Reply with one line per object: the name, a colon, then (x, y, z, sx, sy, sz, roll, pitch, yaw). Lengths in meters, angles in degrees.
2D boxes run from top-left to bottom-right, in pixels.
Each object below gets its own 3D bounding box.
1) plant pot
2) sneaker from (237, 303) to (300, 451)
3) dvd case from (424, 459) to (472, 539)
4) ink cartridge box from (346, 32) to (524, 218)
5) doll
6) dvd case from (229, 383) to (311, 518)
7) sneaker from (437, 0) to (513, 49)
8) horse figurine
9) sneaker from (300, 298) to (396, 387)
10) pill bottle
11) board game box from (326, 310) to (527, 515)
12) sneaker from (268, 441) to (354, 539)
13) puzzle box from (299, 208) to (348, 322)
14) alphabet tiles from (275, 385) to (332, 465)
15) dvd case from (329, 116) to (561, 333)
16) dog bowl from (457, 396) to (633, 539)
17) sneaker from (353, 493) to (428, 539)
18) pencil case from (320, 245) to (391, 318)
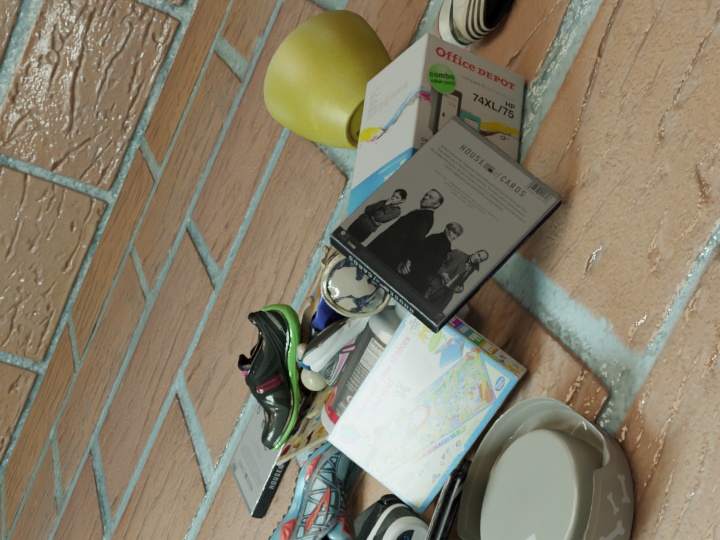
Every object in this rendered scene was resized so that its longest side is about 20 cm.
plant pot: (-0.020, -0.257, 1.649, 0.142, 0.200, 0.200, 46, 117, 34)
sneaker: (-0.126, 0.144, 1.530, 0.077, 0.084, 0.200, -166, 76, -77)
dvd case: (0.068, 0.290, 1.121, 0.149, 0.016, 0.200, 19, -89, -78)
ink cartridge box: (0.090, -0.144, 1.342, 0.146, 0.147, 0.200, -31, 46, 56)
doll: (-0.037, 0.074, 1.482, 0.048, 0.136, 0.200, 31, 120, 28)
dvd case: (-0.132, 0.244, 1.671, 0.200, 0.025, 0.150, -66, 24, 12)
sneaker: (0.167, -0.396, 1.484, 0.115, 0.076, 0.201, -13, 68, 52)
horse figurine: (-0.055, 0.053, 1.558, 0.200, 0.050, 0.133, -57, 26, 29)
sneaker: (0.027, 0.072, 1.381, 0.200, 0.086, 0.080, -39, 8, 2)
pill bottle: (0.043, 0.110, 1.293, 0.200, 0.111, 0.111, -62, 25, 17)
board game box: (0.067, 0.144, 1.200, 0.200, 0.134, 0.034, -58, -13, 24)
sneaker: (-0.038, 0.305, 1.393, 0.095, 0.079, 0.200, 17, 78, 36)
puzzle box: (-0.024, 0.012, 1.616, 0.200, 0.025, 0.133, -66, 25, 9)
alphabet tiles: (-0.032, 0.162, 1.475, 0.200, 0.008, 0.167, -36, 21, 51)
dvd case: (0.090, -0.052, 1.177, 0.200, 0.150, 0.025, -44, -17, -19)
dog bowl: (0.166, 0.217, 1.014, 0.200, 0.059, 0.200, -46, 34, 44)
sneaker: (0.012, 0.344, 1.248, 0.200, 0.073, 0.112, -62, 19, 6)
pencil case: (0.000, 0.000, 1.301, 0.089, 0.078, 0.200, -38, 7, 6)
